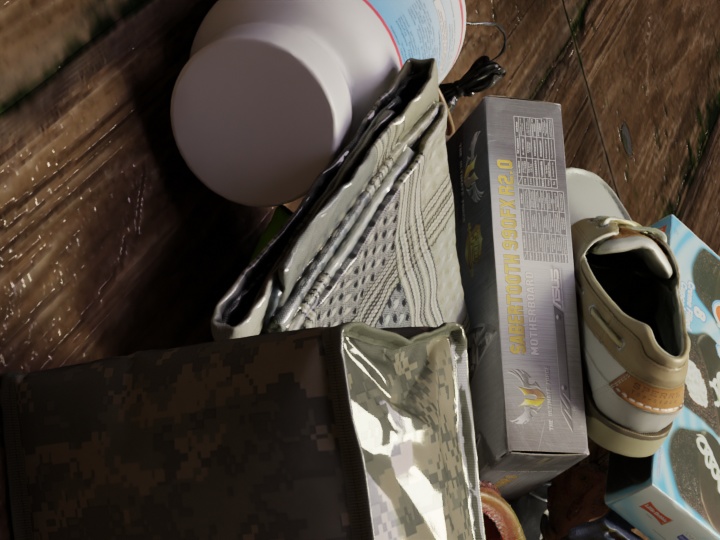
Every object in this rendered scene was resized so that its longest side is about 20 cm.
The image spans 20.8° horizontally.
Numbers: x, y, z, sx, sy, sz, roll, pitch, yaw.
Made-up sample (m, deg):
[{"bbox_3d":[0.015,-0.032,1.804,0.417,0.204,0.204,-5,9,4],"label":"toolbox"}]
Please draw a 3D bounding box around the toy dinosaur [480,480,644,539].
[{"bbox_3d":[0.092,0.190,1.112,0.199,0.181,0.105,36,44,-11],"label":"toy dinosaur"}]

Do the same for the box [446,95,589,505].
[{"bbox_3d":[0.068,0.027,1.094,0.158,0.048,0.202,131,-41,-64],"label":"box"}]

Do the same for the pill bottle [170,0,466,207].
[{"bbox_3d":[-0.020,-0.105,0.977,0.200,0.108,0.109,-54,129,-61],"label":"pill bottle"}]

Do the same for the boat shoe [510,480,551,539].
[{"bbox_3d":[0.097,0.141,1.203,0.072,0.067,0.202,-18,96,-68],"label":"boat shoe"}]

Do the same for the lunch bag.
[{"bbox_3d":[-0.037,0.128,0.756,0.117,0.163,0.202,4,78,-61],"label":"lunch bag"}]

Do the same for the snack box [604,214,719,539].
[{"bbox_3d":[0.196,0.077,1.121,0.116,0.037,0.201,39,42,-27],"label":"snack box"}]

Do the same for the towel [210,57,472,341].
[{"bbox_3d":[0.002,0.029,0.927,0.193,0.034,0.201,-54,149,-34],"label":"towel"}]

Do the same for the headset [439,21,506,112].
[{"bbox_3d":[0.022,-0.191,1.201,0.200,0.094,0.124,54,34,-18],"label":"headset"}]

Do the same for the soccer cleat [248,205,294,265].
[{"bbox_3d":[0.000,0.000,1.016,0.200,0.067,0.082,-7,117,-67],"label":"soccer cleat"}]

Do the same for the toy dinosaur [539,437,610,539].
[{"bbox_3d":[0.126,0.057,1.151,0.135,0.086,0.201,-20,86,-52],"label":"toy dinosaur"}]

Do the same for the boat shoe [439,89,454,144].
[{"bbox_3d":[0.003,-0.154,1.107,0.074,0.069,0.201,-62,136,-57],"label":"boat shoe"}]

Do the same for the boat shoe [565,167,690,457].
[{"bbox_3d":[0.142,0.006,1.068,0.201,0.074,0.069,-103,-151,-46],"label":"boat shoe"}]
